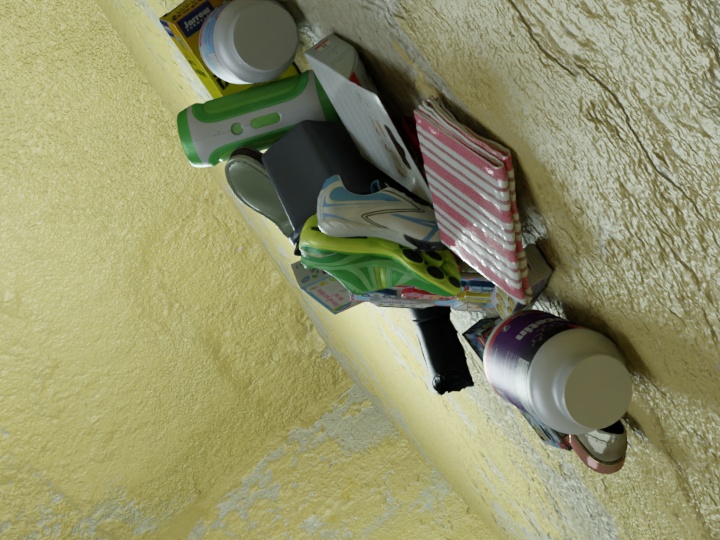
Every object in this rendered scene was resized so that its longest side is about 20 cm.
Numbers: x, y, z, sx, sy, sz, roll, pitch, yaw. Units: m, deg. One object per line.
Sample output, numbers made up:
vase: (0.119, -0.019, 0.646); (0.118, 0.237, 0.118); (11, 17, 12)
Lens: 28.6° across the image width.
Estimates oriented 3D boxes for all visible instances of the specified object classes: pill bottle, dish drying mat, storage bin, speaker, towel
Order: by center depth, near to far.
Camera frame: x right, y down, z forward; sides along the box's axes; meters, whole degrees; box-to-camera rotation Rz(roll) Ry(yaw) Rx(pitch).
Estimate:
towel: (0.120, -0.070, 1.445); (0.146, 0.030, 0.200); (43, 156, 43)
pill bottle: (0.214, 0.110, 1.520); (0.113, 0.112, 0.200); (54, 172, -15)
dish drying mat: (0.098, -0.093, 1.632); (0.077, 0.018, 0.200); (50, 174, 43)
storage bin: (-0.033, -0.103, 1.755); (0.200, 0.145, 0.135); (-3, -121, -59)
speaker: (-0.127, -0.193, 1.788); (0.088, 0.199, 0.089); (-15, -90, -82)
pill bottle: (-0.139, -0.292, 1.789); (0.109, 0.109, 0.200); (54, 172, -14)

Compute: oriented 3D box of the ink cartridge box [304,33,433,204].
ink cartridge box: (0.024, -0.174, 1.595); (0.200, 0.050, 0.162); (36, 161, 56)

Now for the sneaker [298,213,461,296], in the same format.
sneaker: (0.023, -0.012, 1.649); (0.199, 0.074, 0.084); (18, 136, -9)

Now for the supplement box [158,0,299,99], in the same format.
supplement box: (-0.173, -0.296, 1.967); (0.200, 0.109, 0.109); (55, 172, -22)

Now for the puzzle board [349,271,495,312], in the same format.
puzzle board: (0.083, 0.026, 1.745); (0.151, 0.199, 0.017); (81, -167, -74)

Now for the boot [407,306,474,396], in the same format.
boot: (0.101, 0.082, 1.980); (0.198, 0.073, 0.163); (47, -152, -67)

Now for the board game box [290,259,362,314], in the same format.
board game box: (0.000, 0.000, 1.799); (0.200, 0.134, 0.034); (46, -159, -74)

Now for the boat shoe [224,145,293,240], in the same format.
boat shoe: (-0.104, -0.103, 1.817); (0.201, 0.071, 0.061); (45, -136, -43)

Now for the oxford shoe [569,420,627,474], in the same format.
oxford shoe: (0.257, 0.149, 1.696); (0.200, 0.071, 0.074); (48, 146, 33)

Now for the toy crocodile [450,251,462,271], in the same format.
toy crocodile: (0.099, -0.021, 1.808); (0.200, 0.062, 0.068); (55, -167, -63)

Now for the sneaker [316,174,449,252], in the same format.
sneaker: (0.046, -0.062, 1.580); (0.199, 0.073, 0.072); (10, 172, -24)

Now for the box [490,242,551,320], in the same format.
box: (0.177, 0.018, 1.580); (0.042, 0.039, 0.200); (57, 173, 10)

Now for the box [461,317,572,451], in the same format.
box: (0.224, 0.154, 1.937); (0.200, 0.040, 0.137); (53, 174, -2)
